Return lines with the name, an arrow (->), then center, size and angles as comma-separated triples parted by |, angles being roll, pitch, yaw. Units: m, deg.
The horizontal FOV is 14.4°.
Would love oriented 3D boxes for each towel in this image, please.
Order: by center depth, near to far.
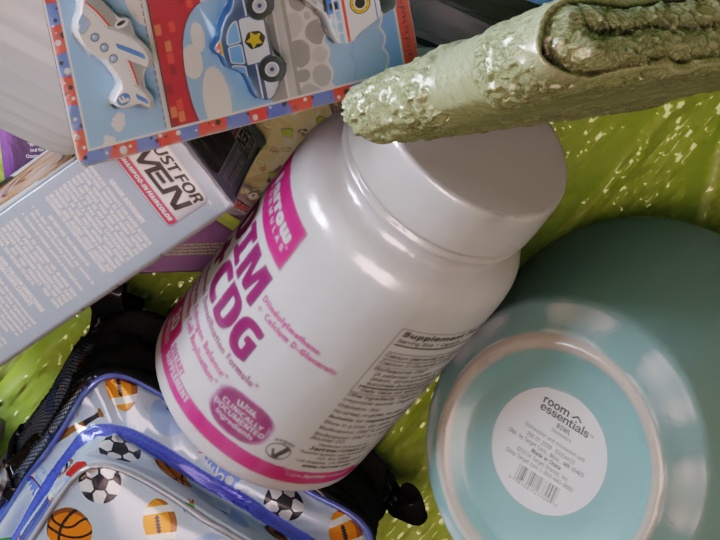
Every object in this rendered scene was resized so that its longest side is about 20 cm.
towel -> 0.104, -0.086, 1.160 | 0.148, 0.200, 0.037 | -15, 87, 52

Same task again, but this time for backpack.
backpack -> -0.101, 0.140, 1.363 | 0.200, 0.154, 0.191 | 35, 120, -6

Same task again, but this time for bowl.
bowl -> 0.109, 0.080, 1.291 | 0.200, 0.105, 0.201 | 5, 99, 31

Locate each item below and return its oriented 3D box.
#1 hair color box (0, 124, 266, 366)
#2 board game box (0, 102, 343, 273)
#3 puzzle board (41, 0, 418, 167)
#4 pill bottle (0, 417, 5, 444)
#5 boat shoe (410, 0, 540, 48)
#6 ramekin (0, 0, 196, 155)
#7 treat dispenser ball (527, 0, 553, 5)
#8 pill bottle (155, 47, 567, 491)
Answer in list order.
hair color box -> -0.144, -0.014, 1.302 | 0.200, 0.099, 0.061 | -33, 103, 17
board game box -> -0.071, -0.059, 1.343 | 0.199, 0.032, 0.120 | -1, 114, 7
puzzle board -> -0.061, -0.154, 1.134 | 0.150, 0.017, 0.200 | -15, 109, -14
pill bottle -> -0.279, 0.075, 1.376 | 0.200, 0.112, 0.112 | 21, 112, -2
boat shoe -> 0.017, -0.111, 1.271 | 0.200, 0.072, 0.062 | 16, 125, -25
ramekin -> -0.121, -0.147, 1.227 | 0.098, 0.201, 0.201 | 30, 112, -13
treat dispenser ball -> 0.103, -0.207, 1.171 | 0.200, 0.201, 0.201 | 2, 112, 6
pill bottle -> 0.000, 0.000, 1.265 | 0.113, 0.113, 0.200 | 34, 129, -7
